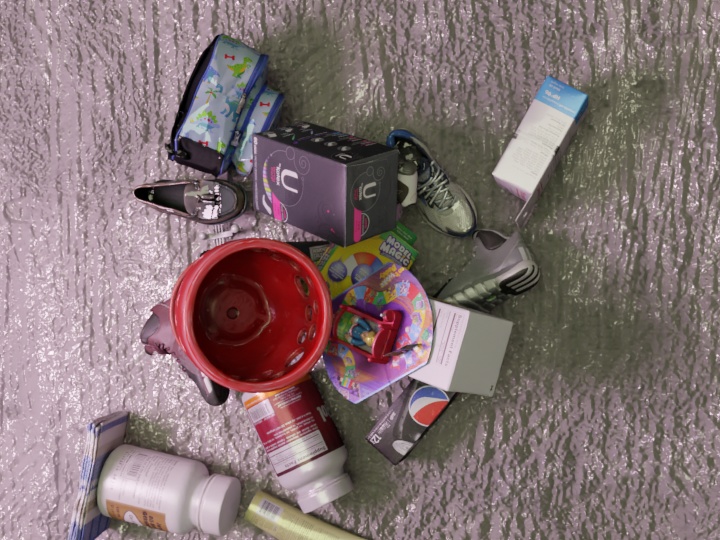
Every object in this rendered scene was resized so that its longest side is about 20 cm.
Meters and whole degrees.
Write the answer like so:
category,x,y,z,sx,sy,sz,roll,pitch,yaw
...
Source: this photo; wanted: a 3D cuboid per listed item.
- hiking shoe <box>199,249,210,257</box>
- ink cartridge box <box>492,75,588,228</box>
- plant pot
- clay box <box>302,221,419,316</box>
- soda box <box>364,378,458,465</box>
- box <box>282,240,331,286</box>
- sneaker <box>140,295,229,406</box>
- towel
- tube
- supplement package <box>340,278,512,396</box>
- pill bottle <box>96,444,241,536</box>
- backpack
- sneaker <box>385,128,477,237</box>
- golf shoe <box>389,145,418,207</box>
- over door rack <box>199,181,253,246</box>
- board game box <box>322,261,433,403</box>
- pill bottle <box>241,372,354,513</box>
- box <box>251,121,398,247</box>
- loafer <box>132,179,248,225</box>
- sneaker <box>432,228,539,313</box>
category,x,y,z,sx,sy,sz,roll,pitch,yaw
hiking shoe,-0.186,0.048,1.441,0.087,0.074,0.200,-19,118,2
ink cartridge box,0.250,-0.167,1.354,0.068,0.116,0.200,30,93,13
plant pot,-0.155,0.057,1.269,0.200,0.182,0.201,0,90,-19
clay box,0.000,0.000,1.394,0.115,0.048,0.200,36,80,-18
soda box,0.097,0.192,1.392,0.063,0.071,0.200,39,95,13
box,-0.095,0.024,1.408,0.200,0.040,0.137,-3,90,-19
sneaker,-0.284,0.134,1.487,0.115,0.076,0.200,-24,72,15
towel,-0.408,0.322,1.460,0.024,0.147,0.201,9,90,4
tube,-0.081,0.406,1.437,0.200,0.052,0.058,25,134,9
supplement package,0.090,0.092,1.302,0.200,0.114,0.110,16,91,41
pill bottle,-0.293,0.345,1.450,0.200,0.114,0.115,10,89,13
backpack,-0.198,-0.244,1.431,0.147,0.183,0.200,20,88,-10
sneaker,0.098,-0.131,1.402,0.077,0.085,0.200,-40,80,8
golf shoe,0.015,-0.133,1.389,0.078,0.200,0.095,-20,105,-27
over door rack,-0.161,-0.067,1.466,0.199,0.067,0.148,-7,86,12
board game box,0.007,0.081,1.273,0.200,0.039,0.158,-33,61,31
pill bottle,-0.090,0.254,1.410,0.113,0.113,0.200,-27,82,10
box,-0.053,-0.127,1.327,0.200,0.106,0.123,23,122,41
loafer,-0.267,-0.108,1.447,0.200,0.063,0.072,6,93,33
sneaker,0.167,0.004,1.398,0.200,0.075,0.116,-26,55,24
